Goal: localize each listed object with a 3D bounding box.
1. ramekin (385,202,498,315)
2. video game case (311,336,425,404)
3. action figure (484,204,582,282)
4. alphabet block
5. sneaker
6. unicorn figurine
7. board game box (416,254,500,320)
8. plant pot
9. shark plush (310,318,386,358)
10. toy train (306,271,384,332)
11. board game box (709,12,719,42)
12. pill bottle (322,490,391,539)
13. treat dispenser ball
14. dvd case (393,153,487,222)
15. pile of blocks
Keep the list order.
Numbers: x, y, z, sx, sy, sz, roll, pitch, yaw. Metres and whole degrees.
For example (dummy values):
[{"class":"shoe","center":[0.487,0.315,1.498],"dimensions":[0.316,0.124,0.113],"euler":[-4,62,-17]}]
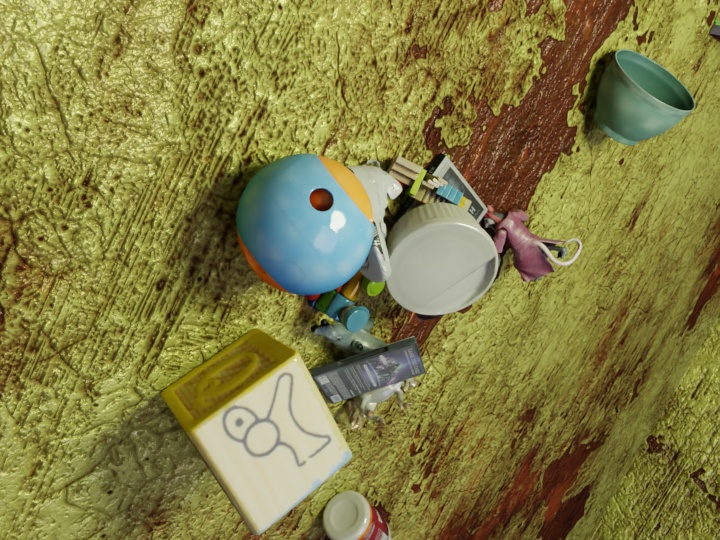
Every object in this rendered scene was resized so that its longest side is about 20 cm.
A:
[{"class":"ramekin","center":[0.133,-0.026,1.090],"dimensions":[0.200,0.095,0.204],"euler":[-3,128,-4]},{"class":"video game case","center":[0.020,0.192,1.178],"dimensions":[0.198,0.019,0.143],"euler":[-19,146,2]},{"class":"action figure","center":[0.331,-0.061,1.303],"dimensions":[0.200,0.149,0.135],"euler":[40,75,-14]},{"class":"alphabet block","center":[-0.162,0.238,0.966],"dimensions":[0.194,0.196,0.202],"euler":[-34,111,-23]},{"class":"sneaker","center":[0.025,-0.087,1.021],"dimensions":[0.114,0.075,0.202],"euler":[-24,90,-36]},{"class":"unicorn figurine","center":[0.056,0.249,1.273],"dimensions":[0.198,0.137,0.075],"euler":[-13,107,-13]},{"class":"board game box","center":[0.177,0.013,1.217],"dimensions":[0.199,0.158,0.039],"euler":[-40,104,-1]},{"class":"plant pot","center":[0.593,-0.360,1.352],"dimensions":[0.199,0.201,0.135],"euler":[-12,148,-37]},{"class":"shark plush","center":[-0.012,0.121,1.150],"dimensions":[0.091,0.083,0.200],"euler":[-52,137,-4]},{"class":"toy train","center":[0.000,0.000,1.067],"dimensions":[0.084,0.115,0.201],"euler":[29,94,-47]},{"class":"board game box","center":[1.012,-0.580,1.568],"dimensions":[0.164,0.200,0.057],"euler":[3,113,-41]},{"class":"pill bottle","center":[0.000,0.590,1.413],"dimensions":[0.113,0.113,0.201],"euler":[-43,136,-14]},{"class":"treat dispenser ball","center":[-0.078,-0.066,0.898],"dimensions":[0.199,0.200,0.203],"euler":[-21,126,-31]},{"class":"dvd case","center":[0.161,-0.111,1.213],"dimensions":[0.151,0.025,0.200],"euler":[-54,136,-2]},{"class":"pile of blocks","center":[0.122,-0.130,1.095],"dimensions":[0.199,0.082,0.063],"euler":[24,93,-32]}]
